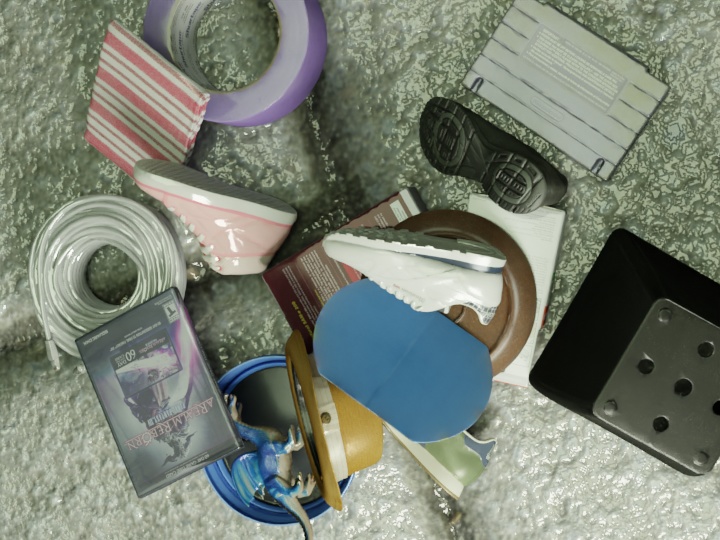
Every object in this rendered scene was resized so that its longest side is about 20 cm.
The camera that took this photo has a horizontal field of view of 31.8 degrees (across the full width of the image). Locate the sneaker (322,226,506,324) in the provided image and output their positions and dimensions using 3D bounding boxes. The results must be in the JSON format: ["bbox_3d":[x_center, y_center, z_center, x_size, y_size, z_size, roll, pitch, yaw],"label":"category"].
[{"bbox_3d":[0.052,0.002,1.339,0.199,0.076,0.081,12,107,11],"label":"sneaker"}]

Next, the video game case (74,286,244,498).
[{"bbox_3d":[-0.232,0.140,1.447,0.142,0.019,0.201,-27,79,15],"label":"video game case"}]

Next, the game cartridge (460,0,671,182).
[{"bbox_3d":[0.227,-0.206,1.402,0.199,0.038,0.130,36,96,10],"label":"game cartridge"}]

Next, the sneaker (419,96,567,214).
[{"bbox_3d":[0.145,-0.126,1.405,0.200,0.090,0.076,43,119,30],"label":"sneaker"}]

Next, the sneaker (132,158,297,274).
[{"bbox_3d":[-0.178,-0.053,1.449,0.199,0.075,0.105,18,108,-26],"label":"sneaker"}]

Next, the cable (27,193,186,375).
[{"bbox_3d":[-0.302,0.008,1.518,0.199,0.069,0.201,-20,87,13],"label":"cable"}]

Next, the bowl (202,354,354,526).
[{"bbox_3d":[-0.094,0.198,1.490,0.199,0.039,0.202,1,92,14],"label":"bowl"}]

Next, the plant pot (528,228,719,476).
[{"bbox_3d":[0.313,0.100,1.298,0.199,0.177,0.200,29,99,-4],"label":"plant pot"}]

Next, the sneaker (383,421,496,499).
[{"bbox_3d":[0.071,0.159,1.442,0.090,0.067,0.200,-43,77,-4],"label":"sneaker"}]

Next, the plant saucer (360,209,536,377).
[{"bbox_3d":[0.093,0.034,1.385,0.199,0.034,0.202,1,97,10],"label":"plant saucer"}]

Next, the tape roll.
[{"bbox_3d":[-0.144,-0.269,1.462,0.198,0.085,0.202,1,93,14],"label":"tape roll"}]

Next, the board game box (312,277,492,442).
[{"bbox_3d":[0.039,0.102,1.334,0.199,0.158,0.039,35,141,6],"label":"board game box"}]

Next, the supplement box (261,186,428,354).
[{"bbox_3d":[0.000,0.000,1.448,0.199,0.061,0.109,-30,88,12],"label":"supplement box"}]

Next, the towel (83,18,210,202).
[{"bbox_3d":[-0.249,-0.180,1.462,0.146,0.030,0.200,38,139,10],"label":"towel"}]

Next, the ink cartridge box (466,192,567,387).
[{"bbox_3d":[0.159,0.020,1.418,0.108,0.050,0.202,12,96,12],"label":"ink cartridge box"}]

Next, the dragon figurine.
[{"bbox_3d":[-0.109,0.233,1.443,0.099,0.059,0.201,-14,84,16],"label":"dragon figurine"}]

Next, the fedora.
[{"bbox_3d":[-0.023,0.155,1.367,0.081,0.201,0.202,-14,89,-10],"label":"fedora"}]
